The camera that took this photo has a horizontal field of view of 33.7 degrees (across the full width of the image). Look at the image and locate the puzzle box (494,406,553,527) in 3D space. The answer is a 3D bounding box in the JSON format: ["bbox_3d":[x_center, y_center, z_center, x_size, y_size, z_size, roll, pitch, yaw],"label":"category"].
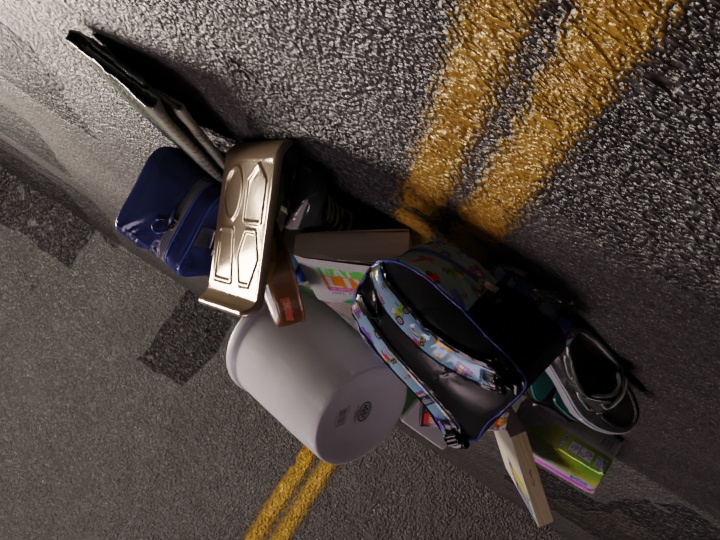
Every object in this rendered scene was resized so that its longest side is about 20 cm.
[{"bbox_3d":[0.223,0.259,1.713,0.133,0.025,0.200,-117,5,-52],"label":"puzzle box"}]

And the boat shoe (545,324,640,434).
[{"bbox_3d":[0.256,0.125,1.305,0.200,0.072,0.071,43,171,-32],"label":"boat shoe"}]

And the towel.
[{"bbox_3d":[-0.249,-0.201,1.441,0.192,0.035,0.200,40,176,31],"label":"towel"}]

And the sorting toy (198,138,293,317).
[{"bbox_3d":[-0.127,-0.050,1.362,0.036,0.201,0.185,12,179,-24],"label":"sorting toy"}]

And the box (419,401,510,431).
[{"bbox_3d":[0.129,0.117,1.406,0.110,0.035,0.200,3,138,1],"label":"box"}]

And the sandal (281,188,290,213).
[{"bbox_3d":[-0.061,-0.045,1.535,0.201,0.057,0.080,33,170,3],"label":"sandal"}]

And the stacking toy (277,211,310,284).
[{"bbox_3d":[-0.046,-0.005,1.657,0.199,0.086,0.085,28,170,-4],"label":"stacking toy"}]

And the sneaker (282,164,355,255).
[{"bbox_3d":[-0.045,-0.068,1.402,0.084,0.075,0.200,9,165,-3],"label":"sneaker"}]

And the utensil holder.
[{"bbox_3d":[-0.057,0.141,1.610,0.200,0.170,0.170,37,174,38],"label":"utensil holder"}]

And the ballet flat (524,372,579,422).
[{"bbox_3d":[0.222,0.133,1.467,0.073,0.073,0.200,25,169,38],"label":"ballet flat"}]

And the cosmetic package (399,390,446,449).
[{"bbox_3d":[0.099,0.164,1.739,0.085,0.108,0.200,36,-175,-19],"label":"cosmetic package"}]

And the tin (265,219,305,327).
[{"bbox_3d":[-0.111,-0.016,1.450,0.112,0.042,0.200,77,171,-45],"label":"tin"}]

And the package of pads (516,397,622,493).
[{"bbox_3d":[0.302,0.255,1.774,0.154,0.068,0.200,31,166,15],"label":"package of pads"}]

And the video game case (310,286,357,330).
[{"bbox_3d":[-0.013,0.106,1.732,0.200,0.182,0.045,27,178,35],"label":"video game case"}]

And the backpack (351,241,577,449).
[{"bbox_3d":[0.096,0.057,1.232,0.200,0.134,0.183,43,146,9],"label":"backpack"}]

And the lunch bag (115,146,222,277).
[{"bbox_3d":[-0.212,-0.072,1.550,0.132,0.136,0.200,33,-168,13],"label":"lunch bag"}]

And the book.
[{"bbox_3d":[0.000,0.000,1.432,0.133,0.048,0.200,3,165,8],"label":"book"}]
